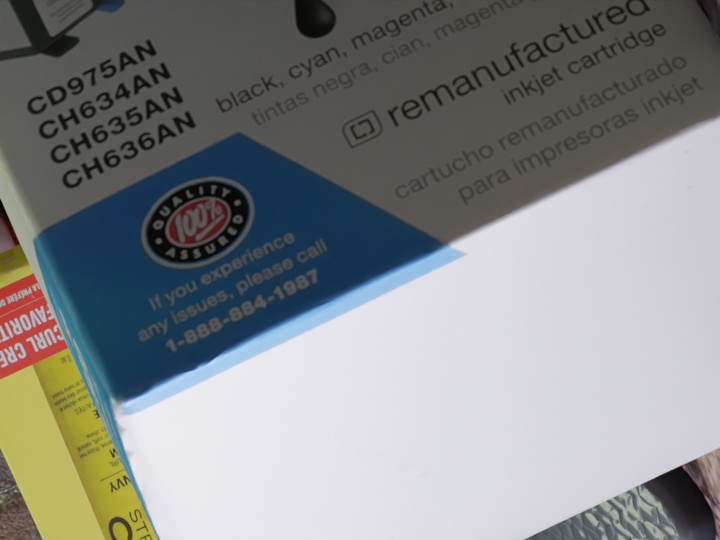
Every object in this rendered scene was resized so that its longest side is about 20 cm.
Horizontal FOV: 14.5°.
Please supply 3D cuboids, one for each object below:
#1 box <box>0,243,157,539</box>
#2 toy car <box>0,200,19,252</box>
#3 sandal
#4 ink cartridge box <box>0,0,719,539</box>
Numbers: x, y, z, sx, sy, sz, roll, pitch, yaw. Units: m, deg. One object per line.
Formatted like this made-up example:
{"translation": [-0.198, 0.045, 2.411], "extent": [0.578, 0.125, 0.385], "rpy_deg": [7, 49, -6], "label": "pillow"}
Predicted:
{"translation": [-0.064, 0.082, 0.907], "extent": [0.050, 0.075, 0.201], "rpy_deg": [-147, 34, -77], "label": "box"}
{"translation": [-0.114, -0.050, 1.241], "extent": [0.150, 0.174, 0.201], "rpy_deg": [2, 108, 62], "label": "toy car"}
{"translation": [0.062, 0.087, 0.900], "extent": [0.076, 0.043, 0.200], "rpy_deg": [52, 156, 6], "label": "sandal"}
{"translation": [-0.016, -0.045, 0.655], "extent": [0.145, 0.147, 0.201], "rpy_deg": [74, 169, -59], "label": "ink cartridge box"}
